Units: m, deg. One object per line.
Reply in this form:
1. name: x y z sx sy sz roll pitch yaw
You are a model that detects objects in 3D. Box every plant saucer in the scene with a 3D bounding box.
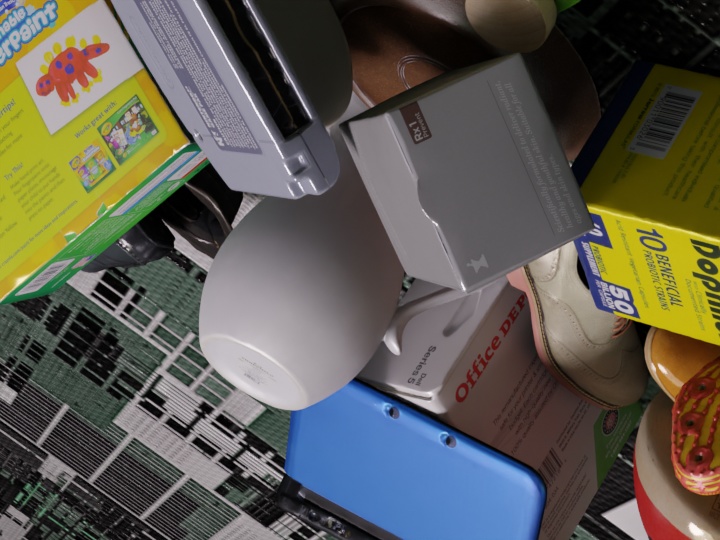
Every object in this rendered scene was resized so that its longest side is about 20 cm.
1. plant saucer: 0.053 -0.122 1.329 0.199 0.032 0.201 27 156 13

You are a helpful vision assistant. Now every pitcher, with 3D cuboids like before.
1. pitcher: 0.000 0.000 1.415 0.171 0.201 0.121 29 156 6

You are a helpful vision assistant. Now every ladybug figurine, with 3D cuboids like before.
1. ladybug figurine: 0.233 0.144 1.407 0.135 0.200 0.072 33 117 3

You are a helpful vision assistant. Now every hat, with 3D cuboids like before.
1. hat: -0.116 -0.079 1.558 0.201 0.081 0.201 46 169 11

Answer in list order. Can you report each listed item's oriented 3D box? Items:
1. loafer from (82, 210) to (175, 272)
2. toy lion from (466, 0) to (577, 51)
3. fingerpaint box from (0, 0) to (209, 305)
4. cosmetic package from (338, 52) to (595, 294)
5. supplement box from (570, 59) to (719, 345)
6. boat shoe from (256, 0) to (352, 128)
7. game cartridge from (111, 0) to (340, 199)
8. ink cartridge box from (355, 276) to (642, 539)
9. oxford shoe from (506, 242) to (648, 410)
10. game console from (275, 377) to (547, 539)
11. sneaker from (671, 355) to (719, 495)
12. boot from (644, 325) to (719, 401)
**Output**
1. loafer: -0.186 -0.026 1.614 0.068 0.070 0.200 47 174 -15
2. toy lion: 0.063 -0.225 1.083 0.200 0.069 0.192 38 148 -10
3. fingerpaint box: -0.202 -0.102 1.443 0.200 0.073 0.168 -38 79 28
4. cosmetic package: 0.054 -0.054 1.198 0.108 0.090 0.200 66 171 -7
5. supplement box: 0.226 -0.025 1.194 0.199 0.110 0.109 16 151 33
6. boat shoe: -0.081 -0.168 1.336 0.201 0.074 0.093 59 159 -3
7. game cartridge: -0.093 -0.135 1.259 0.133 0.041 0.201 7 130 59
8. ink cartridge box: 0.100 0.087 1.514 0.084 0.146 0.200 12 147 43
9. oxford shoe: 0.155 0.026 1.427 0.073 0.071 0.200 8 145 40
10. game console: 0.052 0.152 1.494 0.199 0.119 0.170 26 -173 24
11. sneaker: 0.237 0.069 1.249 0.072 0.200 0.078 0 124 34
12. boot: 0.289 0.078 1.346 0.200 0.071 0.144 28 165 -17
